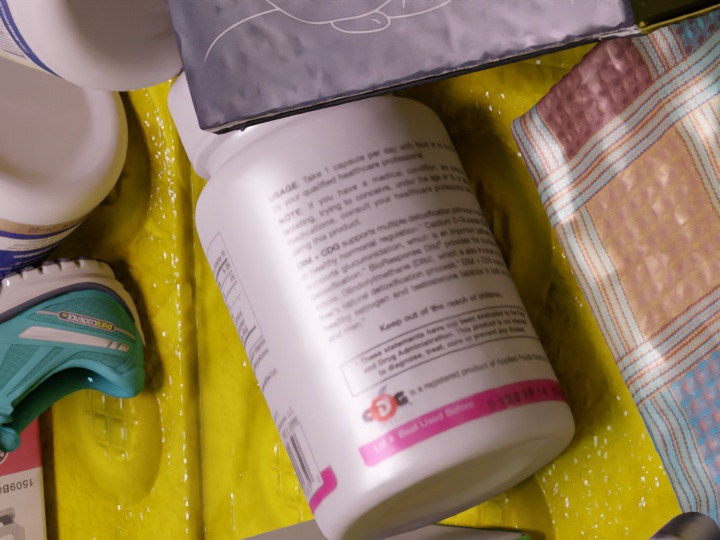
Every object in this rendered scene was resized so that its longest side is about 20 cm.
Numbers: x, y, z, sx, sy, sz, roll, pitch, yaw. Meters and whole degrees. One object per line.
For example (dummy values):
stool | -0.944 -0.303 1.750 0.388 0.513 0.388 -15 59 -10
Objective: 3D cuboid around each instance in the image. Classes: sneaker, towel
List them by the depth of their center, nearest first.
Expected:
towel | 0.134 -0.004 1.115 0.147 0.022 0.201 -44 64 46
sneaker | -0.197 0.058 1.405 0.078 0.199 0.080 110 138 -71

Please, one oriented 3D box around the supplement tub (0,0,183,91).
supplement tub | -0.149 -0.166 1.239 0.199 0.145 0.146 21 115 39

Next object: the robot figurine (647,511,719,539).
robot figurine | 0.147 0.189 1.071 0.169 0.113 0.201 -6 94 22

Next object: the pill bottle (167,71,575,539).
pill bottle | 0.000 0.000 1.209 0.113 0.113 0.201 -40 68 48

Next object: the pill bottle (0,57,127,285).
pill bottle | -0.206 -0.035 1.456 0.200 0.115 0.116 -42 66 48

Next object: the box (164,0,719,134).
box | 0.023 -0.172 1.068 0.196 0.124 0.201 -10 98 38

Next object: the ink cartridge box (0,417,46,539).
ink cartridge box | -0.238 0.160 1.515 0.083 0.146 0.201 11 108 52

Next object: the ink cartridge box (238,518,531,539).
ink cartridge box | 0.012 0.214 1.269 0.146 0.083 0.201 -2 98 52
